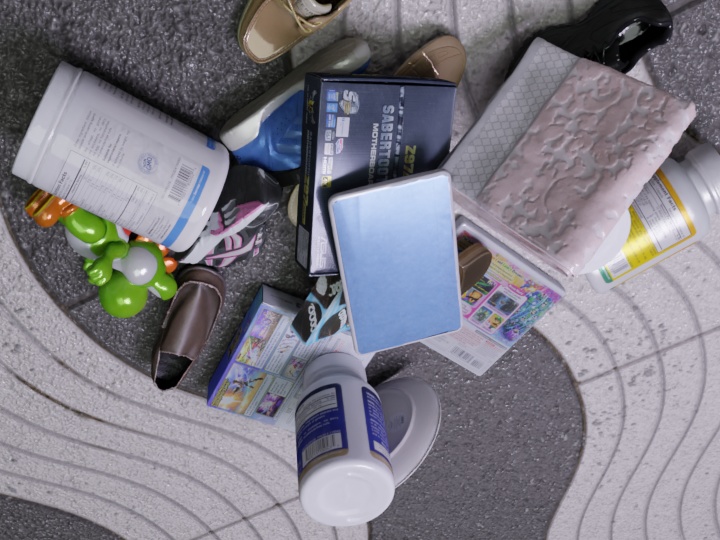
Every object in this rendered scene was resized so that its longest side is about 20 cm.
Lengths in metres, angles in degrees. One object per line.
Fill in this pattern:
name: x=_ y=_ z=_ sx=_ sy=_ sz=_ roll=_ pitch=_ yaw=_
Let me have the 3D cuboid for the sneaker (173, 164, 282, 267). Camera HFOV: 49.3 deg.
sneaker: x=-0.140 y=-0.057 z=0.923 sx=0.085 sy=0.082 sz=0.198 roll=17 pitch=156 yaw=-33

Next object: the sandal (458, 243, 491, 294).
sandal: x=0.068 y=0.016 z=0.962 sx=0.210 sy=0.069 sz=0.079 roll=-31 pitch=145 yaw=-32

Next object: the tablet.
tablet: x=0.041 y=-0.003 z=0.826 sx=0.127 sy=0.014 sz=0.204 roll=-13 pitch=123 yaw=-6

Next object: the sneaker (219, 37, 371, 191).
sneaker: x=-0.050 y=-0.161 z=0.868 sx=0.197 sy=0.077 sz=0.112 roll=-30 pitch=118 yaw=20

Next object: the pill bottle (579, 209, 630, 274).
pill bottle: x=0.208 y=-0.089 z=0.866 sx=0.107 sy=0.201 sz=0.112 roll=-8 pitch=125 yaw=-12

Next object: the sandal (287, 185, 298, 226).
sandal: x=-0.001 y=-0.098 z=0.925 sx=0.209 sy=0.070 sz=0.078 roll=-29 pitch=124 yaw=15

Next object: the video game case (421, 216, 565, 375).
video game case: x=0.152 y=0.042 z=1.074 sx=0.198 sy=0.024 sz=0.183 roll=30 pitch=117 yaw=-24

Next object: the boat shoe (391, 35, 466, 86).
boat shoe: x=0.036 y=-0.179 z=0.873 sx=0.071 sy=0.065 sz=0.201 roll=35 pitch=96 yaw=-31

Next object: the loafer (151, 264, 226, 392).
loafer: x=-0.226 y=0.084 z=1.030 sx=0.071 sy=0.072 sz=0.203 roll=15 pitch=123 yaw=-16

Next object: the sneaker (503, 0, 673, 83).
sneaker: x=0.241 y=-0.230 z=0.846 sx=0.198 sy=0.092 sz=0.076 roll=-34 pitch=124 yaw=19

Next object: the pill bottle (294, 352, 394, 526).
pill bottle: x=-0.025 y=0.208 z=1.007 sx=0.116 sy=0.202 sz=0.122 roll=-3 pitch=127 yaw=-4

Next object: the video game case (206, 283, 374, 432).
video game case: x=-0.097 y=0.133 z=1.097 sx=0.178 sy=0.046 sz=0.202 roll=20 pitch=121 yaw=-22

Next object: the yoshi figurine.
yoshi figurine: x=-0.311 y=-0.013 z=0.938 sx=0.110 sy=0.114 sz=0.200 roll=-23 pitch=129 yaw=30

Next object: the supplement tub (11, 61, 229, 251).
supplement tub: x=-0.253 y=-0.118 z=0.845 sx=0.197 sy=0.133 sz=0.133 roll=27 pitch=119 yaw=-22

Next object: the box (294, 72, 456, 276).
box: x=0.014 y=-0.100 z=0.824 sx=0.154 sy=0.051 sz=0.205 roll=-4 pitch=111 yaw=-26

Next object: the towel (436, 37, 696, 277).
towel: x=0.193 y=-0.120 z=0.775 sx=0.201 sy=0.190 sz=0.032 roll=-52 pitch=148 yaw=-3

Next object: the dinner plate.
dinner plate: x=0.023 y=0.223 z=1.080 sx=0.198 sy=0.202 sz=0.024 roll=-31 pitch=121 yaw=16

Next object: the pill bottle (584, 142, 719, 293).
pill bottle: x=0.352 y=-0.067 z=0.962 sx=0.198 sy=0.114 sz=0.113 roll=-31 pitch=124 yaw=16

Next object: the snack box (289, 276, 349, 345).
snack box: x=0.000 y=0.000 z=0.976 sx=0.115 sy=0.037 sz=0.202 roll=-17 pitch=145 yaw=-54

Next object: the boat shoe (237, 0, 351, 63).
boat shoe: x=-0.051 y=-0.281 z=0.789 sx=0.074 sy=0.067 sz=0.199 roll=37 pitch=114 yaw=-28
